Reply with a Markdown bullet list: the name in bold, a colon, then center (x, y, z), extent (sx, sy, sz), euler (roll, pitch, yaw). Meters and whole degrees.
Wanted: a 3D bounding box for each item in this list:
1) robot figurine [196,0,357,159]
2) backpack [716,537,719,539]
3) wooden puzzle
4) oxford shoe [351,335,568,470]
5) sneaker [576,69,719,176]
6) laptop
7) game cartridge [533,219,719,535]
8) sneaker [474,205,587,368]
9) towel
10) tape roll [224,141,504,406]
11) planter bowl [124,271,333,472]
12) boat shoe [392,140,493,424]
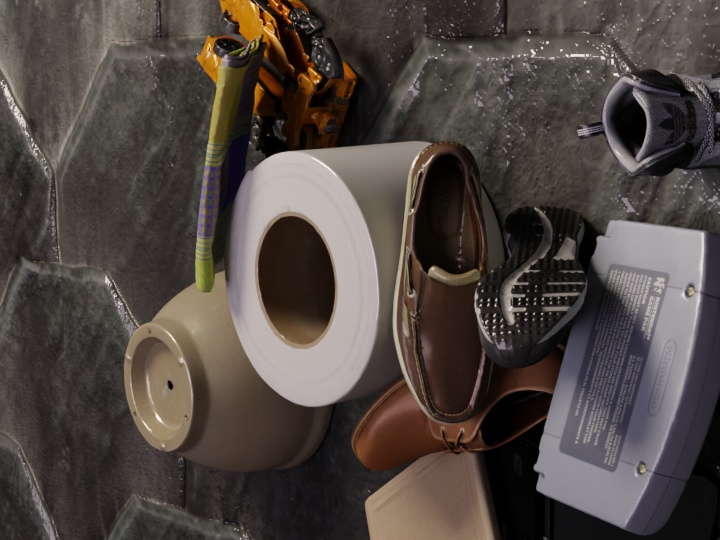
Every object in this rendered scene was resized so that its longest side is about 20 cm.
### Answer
- **robot figurine**: center (-0.072, -0.181, 1.278), extent (0.200, 0.058, 0.146), euler (47, 130, 35)
- **backpack**: center (0.295, 0.220, 0.835), extent (0.176, 0.153, 0.201), euler (-47, 71, 29)
- **wooden puzzle**: center (0.068, 0.243, 1.175), extent (0.200, 0.037, 0.187), euler (-50, 42, 49)
- **oxford shoe**: center (0.072, 0.112, 1.092), extent (0.199, 0.071, 0.072), euler (-31, 37, 28)
- **sneaker**: center (0.229, -0.094, 0.886), extent (0.199, 0.113, 0.076), euler (-4, 94, 50)
- **laptop**: center (0.176, 0.215, 1.089), extent (0.200, 0.102, 0.179), euler (-148, 57, -72)
- **game cartridge**: center (0.187, 0.069, 0.966), extent (0.133, 0.041, 0.202), euler (14, 88, 58)
- **sneaker**: center (0.125, 0.025, 1.003), extent (0.073, 0.200, 0.081), euler (5, 114, 15)
- **towel**: center (-0.110, -0.094, 1.208), extent (0.144, 0.023, 0.202), euler (-75, -5, -75)
- **tape roll**: center (0.000, 0.000, 1.161), extent (0.202, 0.138, 0.205), euler (13, 107, 48)
- **planter bowl**: center (-0.137, 0.100, 1.348), extent (0.199, 0.134, 0.202), euler (13, 107, 48)
- **boat shoe**: center (0.058, 0.010, 1.020), extent (0.075, 0.074, 0.205), euler (144, 121, -88)
